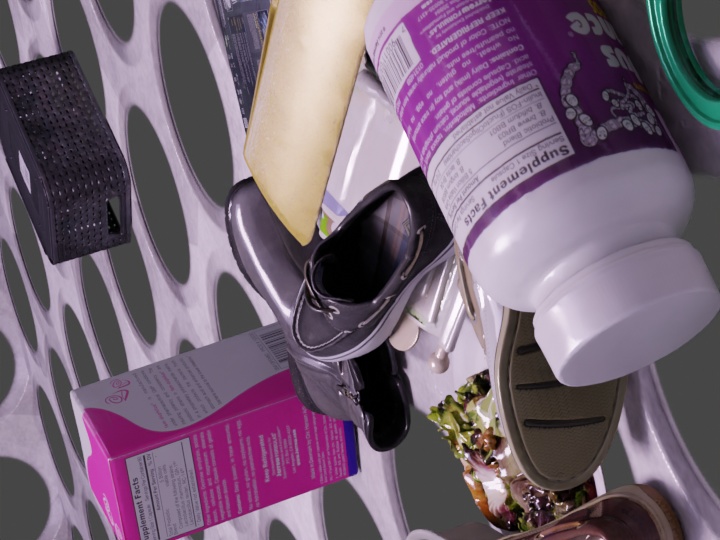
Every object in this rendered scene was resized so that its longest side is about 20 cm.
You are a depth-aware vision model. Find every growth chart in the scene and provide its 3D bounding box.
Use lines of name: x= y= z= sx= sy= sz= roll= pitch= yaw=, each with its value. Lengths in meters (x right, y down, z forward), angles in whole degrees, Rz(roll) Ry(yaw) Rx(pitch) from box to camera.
growth chart: x=0.014 y=-0.046 z=1.178 sx=0.200 sy=0.018 sz=0.145 roll=52 pitch=136 yaw=30

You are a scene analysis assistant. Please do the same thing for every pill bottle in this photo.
pill bottle: x=0.087 y=-0.053 z=0.898 sx=0.112 sy=0.112 sz=0.201 roll=109 pitch=140 yaw=-61

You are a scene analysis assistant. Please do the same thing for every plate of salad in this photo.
plate of salad: x=0.090 y=0.109 z=1.139 sx=0.200 sy=0.048 sz=0.202 roll=164 pitch=90 yaw=-72

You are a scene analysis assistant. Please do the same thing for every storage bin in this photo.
storage bin: x=-0.327 y=-0.124 z=2.113 sx=0.136 sy=0.093 sz=0.201 roll=98 pitch=151 yaw=-52

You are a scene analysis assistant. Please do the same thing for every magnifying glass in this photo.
magnifying glass: x=0.132 y=-0.157 z=0.821 sx=0.080 sy=0.022 sz=0.201 roll=156 pitch=95 yaw=-73

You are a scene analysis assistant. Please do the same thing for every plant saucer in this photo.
plant saucer: x=-0.021 y=-0.151 z=1.041 sx=0.201 sy=0.048 sz=0.201 roll=-83 pitch=7 yaw=-48

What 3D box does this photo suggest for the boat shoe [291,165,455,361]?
boat shoe: x=0.000 y=0.000 z=1.142 sx=0.200 sy=0.066 sz=0.070 roll=-40 pitch=69 yaw=50

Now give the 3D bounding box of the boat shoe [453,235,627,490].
boat shoe: x=0.092 y=0.013 z=1.021 sx=0.068 sy=0.074 sz=0.202 roll=-159 pitch=61 yaw=-75

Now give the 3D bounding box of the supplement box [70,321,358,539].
supplement box: x=-0.113 y=0.127 z=1.516 sx=0.101 sy=0.199 sz=0.104 roll=-130 pitch=29 yaw=-52

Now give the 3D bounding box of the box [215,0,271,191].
box: x=-0.047 y=-0.151 z=1.309 sx=0.158 sy=0.051 sz=0.202 roll=-170 pitch=65 yaw=-70

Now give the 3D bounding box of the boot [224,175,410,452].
boot: x=-0.023 y=0.025 z=1.389 sx=0.201 sy=0.070 sz=0.132 roll=65 pitch=163 yaw=-16

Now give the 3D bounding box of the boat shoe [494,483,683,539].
boat shoe: x=0.084 y=0.180 z=1.046 sx=0.200 sy=0.072 sz=0.073 roll=-36 pitch=76 yaw=40

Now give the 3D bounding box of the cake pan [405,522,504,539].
cake pan: x=0.097 y=0.238 z=1.187 sx=0.201 sy=0.037 sz=0.201 roll=50 pitch=159 yaw=27
